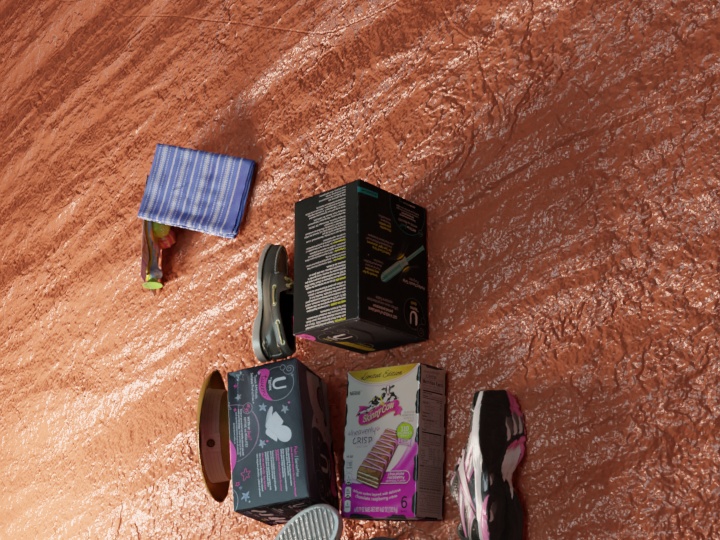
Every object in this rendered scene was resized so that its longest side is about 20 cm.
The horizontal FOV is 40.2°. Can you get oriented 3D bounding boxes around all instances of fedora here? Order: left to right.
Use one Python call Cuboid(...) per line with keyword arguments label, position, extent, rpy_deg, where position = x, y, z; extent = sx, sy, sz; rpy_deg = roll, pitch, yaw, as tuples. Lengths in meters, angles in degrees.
Cuboid(label="fedora", position=(-0.191, 0.250, 1.497), extent=(0.082, 0.201, 0.201), rpy_deg=(-4, 69, 5))

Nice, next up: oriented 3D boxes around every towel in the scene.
Cuboid(label="towel", position=(-0.289, -0.142, 1.736), extent=(0.199, 0.024, 0.145), rpy_deg=(12, 82, 16))

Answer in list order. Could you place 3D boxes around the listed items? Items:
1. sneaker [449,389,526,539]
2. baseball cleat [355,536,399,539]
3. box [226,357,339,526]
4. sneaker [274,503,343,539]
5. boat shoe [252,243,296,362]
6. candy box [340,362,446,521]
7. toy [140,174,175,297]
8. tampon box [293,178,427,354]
Cuboid(label="sneaker", position=(0.144, 0.243, 1.209), extent=(0.086, 0.080, 0.201), rpy_deg=(-21, 56, 50))
Cuboid(label="baseball cleat", position=(-0.020, 0.371, 1.231), extent=(0.106, 0.199, 0.070), rpy_deg=(104, 159, -70))
Cuboid(label="box", position=(-0.107, 0.244, 1.394), extent=(0.114, 0.132, 0.201), rpy_deg=(-13, 64, 15))
Cuboid(label="sneaker", position=(-0.077, 0.403, 1.347), extent=(0.075, 0.105, 0.201), rpy_deg=(36, 96, 28))
Cuboid(label="boat shoe", position=(-0.127, 0.047, 1.545), extent=(0.060, 0.072, 0.202), rpy_deg=(-9, 60, 19))
Cuboid(label="candy box", position=(0.044, 0.231, 1.318), extent=(0.136, 0.061, 0.201), rpy_deg=(-13, 66, 42))
Cuboid(label="toy", position=(-0.369, -0.063, 1.814), extent=(0.047, 0.115, 0.201), rpy_deg=(1, 70, 3))
Cuboid(label="tampon box", position=(0.000, 0.000, 1.377), extent=(0.126, 0.150, 0.201), rpy_deg=(-16, 65, 39))
